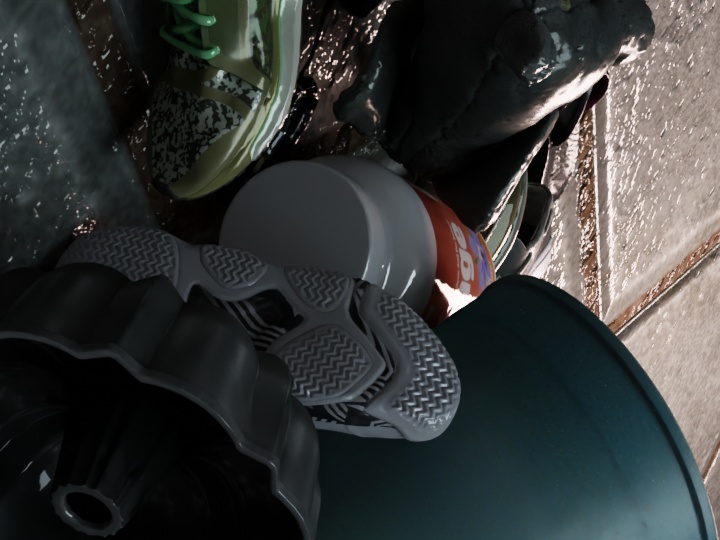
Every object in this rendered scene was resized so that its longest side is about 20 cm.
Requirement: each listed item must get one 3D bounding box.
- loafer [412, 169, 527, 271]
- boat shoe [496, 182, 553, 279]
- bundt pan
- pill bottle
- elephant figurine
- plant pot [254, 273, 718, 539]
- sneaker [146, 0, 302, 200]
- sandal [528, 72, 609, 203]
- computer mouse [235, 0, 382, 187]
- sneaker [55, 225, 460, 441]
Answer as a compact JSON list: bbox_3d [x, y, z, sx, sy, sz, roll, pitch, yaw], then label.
[{"bbox_3d":[0.042,-0.006,0.991,0.202,0.075,0.070,-63,159,-3],"label":"loafer"},{"bbox_3d":[0.082,-0.005,1.092,0.200,0.071,0.072,-48,146,-53],"label":"boat shoe"},{"bbox_3d":[-0.105,0.075,0.670,0.076,0.199,0.203,-69,165,-45],"label":"bundt pan"},{"bbox_3d":[0.000,0.000,0.860,0.113,0.111,0.200,-65,159,2],"label":"pill bottle"},{"bbox_3d":[0.055,-0.093,0.836,0.154,0.142,0.200,-5,145,-43],"label":"elephant figurine"},{"bbox_3d":[0.044,0.133,0.782,0.187,0.200,0.201,-27,141,-21],"label":"plant pot"},{"bbox_3d":[-0.069,-0.132,0.689,0.088,0.076,0.202,11,99,-50],"label":"sneaker"},{"bbox_3d":[0.154,-0.123,1.128,0.075,0.048,0.202,-49,151,-29],"label":"sandal"},{"bbox_3d":[-0.010,-0.131,0.825,0.202,0.034,0.059,-64,155,1],"label":"computer mouse"},{"bbox_3d":[-0.050,0.054,0.743,0.116,0.198,0.076,96,15,-47],"label":"sneaker"}]
